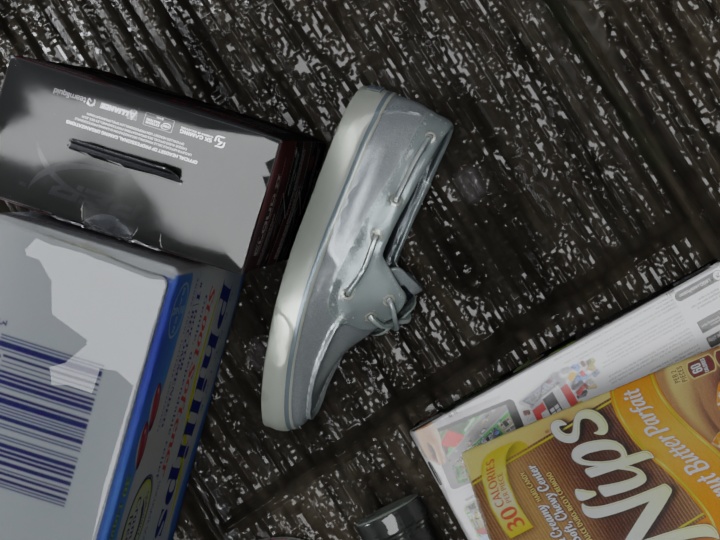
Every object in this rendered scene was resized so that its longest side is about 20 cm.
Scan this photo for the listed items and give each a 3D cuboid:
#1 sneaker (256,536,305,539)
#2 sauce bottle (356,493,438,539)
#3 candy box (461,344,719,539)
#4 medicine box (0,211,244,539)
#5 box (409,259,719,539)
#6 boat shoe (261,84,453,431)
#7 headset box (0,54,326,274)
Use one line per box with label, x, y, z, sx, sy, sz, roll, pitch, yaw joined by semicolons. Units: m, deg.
sneaker;-0.115;0.209;1.171;0.199;0.121;0.084;-20;91;7
sauce bottle;0.058;0.224;1.184;0.066;0.066;0.201;-28;88;7
candy box;0.165;0.115;1.106;0.199;0.055;0.116;-23;50;6
medicine box;-0.147;0.067;1.128;0.102;0.200;0.183;16;95;7
box;0.140;0.089;1.181;0.199;0.035;0.111;-29;90;7
boat shoe;0.000;0.000;1.173;0.071;0.070;0.202;18;92;11
headset box;-0.108;-0.056;1.117;0.148;0.200;0.075;17;95;6
